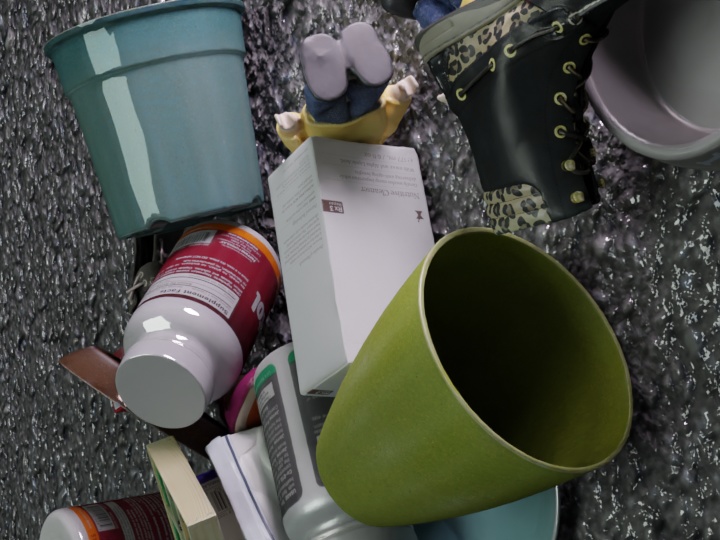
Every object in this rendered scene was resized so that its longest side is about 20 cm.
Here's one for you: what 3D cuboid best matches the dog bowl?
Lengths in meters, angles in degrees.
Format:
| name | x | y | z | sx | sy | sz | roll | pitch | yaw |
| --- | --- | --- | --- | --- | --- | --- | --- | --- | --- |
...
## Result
| name | x | y | z | sx | sy | sz | roll | pitch | yaw |
| --- | --- | --- | --- | --- | --- | --- | --- | --- | --- |
| dog bowl | 0.216 | -0.159 | 0.885 | 0.200 | 0.058 | 0.201 | 10 | 102 | 54 |

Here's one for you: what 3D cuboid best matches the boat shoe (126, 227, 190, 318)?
| name | x | y | z | sx | sy | sz | roll | pitch | yaw |
| --- | --- | --- | --- | --- | --- | --- | --- | --- | --- |
| boat shoe | -0.217 | 0.000 | 1.430 | 0.067 | 0.057 | 0.200 | -49 | 22 | 29 |

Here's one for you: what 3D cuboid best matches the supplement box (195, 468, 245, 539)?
| name | x | y | z | sx | sy | sz | roll | pitch | yaw |
| --- | --- | --- | --- | --- | --- | --- | --- | --- | --- |
| supplement box | -0.070 | 0.275 | 1.267 | 0.104 | 0.101 | 0.200 | 90 | 155 | -53 |

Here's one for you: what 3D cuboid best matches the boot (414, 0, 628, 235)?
| name | x | y | z | sx | sy | sz | roll | pitch | yaw |
| --- | --- | --- | --- | --- | --- | --- | --- | --- | --- |
| boot | 0.139 | -0.117 | 0.896 | 0.203 | 0.073 | 0.154 | -18 | 91 | 41 |

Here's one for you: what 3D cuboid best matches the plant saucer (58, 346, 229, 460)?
| name | x | y | z | sx | sy | sz | roll | pitch | yaw |
| --- | --- | --- | --- | --- | --- | --- | --- | --- | --- |
| plant saucer | -0.202 | 0.129 | 1.365 | 0.200 | 0.200 | 0.035 | 25 | 79 | 51 |

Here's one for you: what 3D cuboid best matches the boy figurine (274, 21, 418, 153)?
| name | x | y | z | sx | sy | sz | roll | pitch | yaw |
| --- | --- | --- | --- | --- | --- | --- | --- | --- | --- |
| boy figurine | -0.012 | -0.134 | 1.166 | 0.200 | 0.124 | 0.065 | 99 | 150 | -75 |

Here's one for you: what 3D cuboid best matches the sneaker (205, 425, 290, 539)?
| name | x | y | z | sx | sy | sz | roll | pitch | yaw |
| --- | --- | --- | --- | --- | --- | --- | --- | --- | --- |
| sneaker | -0.068 | 0.213 | 1.203 | 0.200 | 0.071 | 0.073 | 59 | 171 | 32 |

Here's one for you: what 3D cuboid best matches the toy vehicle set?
| name | x | y | z | sx | sy | sz | roll | pitch | yaw |
| --- | --- | --- | --- | --- | --- | --- | --- | --- | --- |
| toy vehicle set | -0.139 | 0.261 | 1.244 | 0.124 | 0.026 | 0.201 | -133 | 27 | -54 |

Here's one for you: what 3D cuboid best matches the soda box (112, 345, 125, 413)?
| name | x | y | z | sx | sy | sz | roll | pitch | yaw |
| --- | --- | --- | --- | --- | --- | --- | --- | --- | --- |
| soda box | -0.200 | 0.091 | 1.481 | 0.200 | 0.070 | 0.064 | -35 | 65 | 50 |

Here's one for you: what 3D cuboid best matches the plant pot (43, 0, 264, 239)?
| name | x | y | z | sx | sy | sz | roll | pitch | yaw |
| --- | --- | --- | --- | --- | --- | --- | --- | --- | --- |
| plant pot | -0.186 | -0.141 | 1.352 | 0.200 | 0.200 | 0.197 | -12 | 92 | 54 |

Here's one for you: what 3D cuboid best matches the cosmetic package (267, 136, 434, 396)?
| name | x | y | z | sx | sy | sz | roll | pitch | yaw |
| --- | --- | --- | --- | --- | --- | --- | --- | --- | --- |
| cosmetic package | 0.000 | 0.000 | 1.138 | 0.081 | 0.112 | 0.201 | -39 | 56 | 48 |

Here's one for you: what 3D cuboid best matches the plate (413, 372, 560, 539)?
| name | x | y | z | sx | sy | sz | roll | pitch | yaw |
| --- | --- | --- | --- | --- | --- | --- | --- | --- | --- |
| plate | 0.097 | 0.167 | 1.114 | 0.200 | 0.025 | 0.201 | 7 | 98 | 55 |

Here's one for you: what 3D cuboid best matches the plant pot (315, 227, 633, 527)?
| name | x | y | z | sx | sy | sz | roll | pitch | yaw |
| --- | --- | --- | --- | --- | --- | --- | --- | --- | --- |
| plant pot | 0.060 | 0.101 | 1.002 | 0.200 | 0.187 | 0.188 | -43 | 59 | 41 |

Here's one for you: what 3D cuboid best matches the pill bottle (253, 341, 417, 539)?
| name | x | y | z | sx | sy | sz | roll | pitch | yaw |
| --- | --- | --- | --- | --- | --- | --- | --- | --- | --- |
| pill bottle | -0.018 | 0.163 | 1.157 | 0.113 | 0.113 | 0.201 | -50 | 45 | 44 |

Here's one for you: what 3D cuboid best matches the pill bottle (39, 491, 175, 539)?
| name | x | y | z | sx | sy | sz | roll | pitch | yaw |
| --- | --- | --- | --- | --- | --- | --- | --- | --- | --- |
| pill bottle | -0.213 | 0.281 | 1.409 | 0.109 | 0.199 | 0.110 | 7 | 99 | 54 |

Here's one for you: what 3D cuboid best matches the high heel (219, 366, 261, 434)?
| name | x | y | z | sx | sy | sz | roll | pitch | yaw |
| --- | --- | --- | --- | --- | --- | --- | --- | --- | --- |
| high heel | -0.112 | 0.111 | 1.316 | 0.096 | 0.067 | 0.200 | 58 | 160 | 21 |

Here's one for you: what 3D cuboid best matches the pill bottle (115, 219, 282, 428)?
| name | x | y | z | sx | sy | sz | roll | pitch | yaw |
| --- | --- | --- | --- | --- | --- | --- | --- | --- | --- |
| pill bottle | -0.151 | 0.050 | 1.289 | 0.113 | 0.113 | 0.200 | -60 | 4 | 38 |

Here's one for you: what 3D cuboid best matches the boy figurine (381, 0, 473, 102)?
| name | x | y | z | sx | sy | sz | roll | pitch | yaw |
| --- | --- | --- | --- | --- | --- | --- | --- | --- | --- |
| boy figurine | 0.093 | -0.172 | 1.040 | 0.200 | 0.064 | 0.125 | 52 | 130 | 41 |
